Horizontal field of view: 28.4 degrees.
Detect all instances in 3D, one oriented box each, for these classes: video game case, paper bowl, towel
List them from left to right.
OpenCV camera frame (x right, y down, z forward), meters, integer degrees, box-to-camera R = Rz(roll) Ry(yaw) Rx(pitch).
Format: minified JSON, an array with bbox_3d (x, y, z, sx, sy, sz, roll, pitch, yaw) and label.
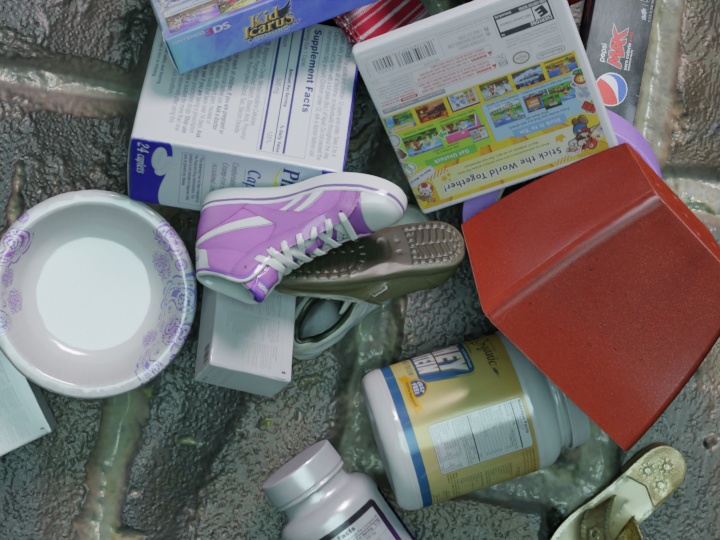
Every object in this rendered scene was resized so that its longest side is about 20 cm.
[{"bbox_3d":[-0.264,0.023,1.401,0.200,0.104,0.201,0,90,-11],"label":"paper bowl"},{"bbox_3d":[-0.100,-0.279,1.332,0.200,0.181,0.046,-20,133,-2],"label":"video game case"},{"bbox_3d":[0.039,-0.224,1.410,0.022,0.145,0.200,-27,104,37],"label":"towel"},{"bbox_3d":[0.117,-0.161,1.327,0.200,0.023,0.182,-18,117,15],"label":"video game case"}]

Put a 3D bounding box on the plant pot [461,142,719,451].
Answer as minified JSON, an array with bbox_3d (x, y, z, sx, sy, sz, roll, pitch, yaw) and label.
[{"bbox_3d":[0.231,0.004,1.304,0.176,0.200,0.200,-41,110,16],"label":"plant pot"}]

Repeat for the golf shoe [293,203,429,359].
[{"bbox_3d":[0.000,0.014,1.430,0.078,0.097,0.200,43,87,-3],"label":"golf shoe"}]

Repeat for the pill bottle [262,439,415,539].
[{"bbox_3d":[-0.009,0.274,1.426,0.111,0.111,0.200,-35,93,-3],"label":"pill bottle"}]

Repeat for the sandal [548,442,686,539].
[{"bbox_3d":[0.262,0.267,1.467,0.078,0.070,0.212,41,88,-4],"label":"sandal"}]

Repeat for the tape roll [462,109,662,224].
[{"bbox_3d":[0.202,-0.064,1.419,0.200,0.066,0.201,2,116,5],"label":"tape roll"}]

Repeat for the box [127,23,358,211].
[{"bbox_3d":[-0.109,-0.150,1.374,0.200,0.105,0.184,10,56,-4],"label":"box"}]

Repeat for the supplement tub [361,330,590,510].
[{"bbox_3d":[0.113,0.143,1.416,0.200,0.145,0.145,-17,92,-4],"label":"supplement tub"}]

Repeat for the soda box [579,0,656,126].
[{"bbox_3d":[0.254,-0.217,1.456,0.063,0.071,0.200,11,91,-2],"label":"soda box"}]

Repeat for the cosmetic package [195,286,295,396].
[{"bbox_3d":[-0.108,0.017,1.387,0.082,0.051,0.200,14,60,-19],"label":"cosmetic package"}]

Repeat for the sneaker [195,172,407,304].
[{"bbox_3d":[-0.056,-0.020,1.292,0.200,0.073,0.114,-8,53,19],"label":"sneaker"}]

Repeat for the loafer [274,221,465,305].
[{"bbox_3d":[0.000,0.000,1.357,0.199,0.068,0.076,-1,50,-1],"label":"loafer"}]

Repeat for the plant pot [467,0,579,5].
[{"bbox_3d":[0.123,-0.363,1.363,0.176,0.200,0.200,9,90,-11],"label":"plant pot"}]

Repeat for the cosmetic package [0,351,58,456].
[{"bbox_3d":[-0.384,0.086,1.425,0.082,0.051,0.200,-25,93,0],"label":"cosmetic package"}]
